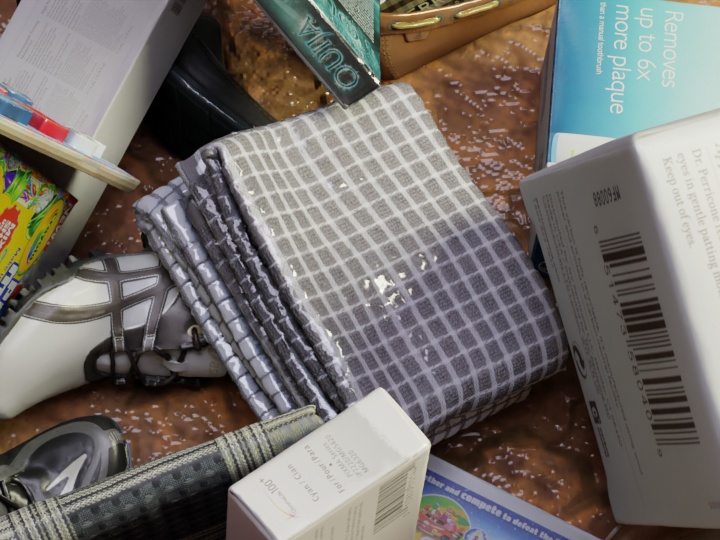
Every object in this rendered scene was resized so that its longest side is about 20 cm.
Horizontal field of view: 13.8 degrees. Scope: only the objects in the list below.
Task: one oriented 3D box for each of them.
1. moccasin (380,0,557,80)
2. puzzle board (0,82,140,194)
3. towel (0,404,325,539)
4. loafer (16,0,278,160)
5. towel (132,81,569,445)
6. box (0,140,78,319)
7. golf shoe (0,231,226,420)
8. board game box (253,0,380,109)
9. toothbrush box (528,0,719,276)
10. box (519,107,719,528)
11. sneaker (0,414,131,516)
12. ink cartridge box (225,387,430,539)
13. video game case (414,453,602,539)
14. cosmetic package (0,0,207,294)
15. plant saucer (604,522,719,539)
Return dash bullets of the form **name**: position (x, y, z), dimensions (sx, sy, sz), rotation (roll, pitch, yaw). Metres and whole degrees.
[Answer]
- **moccasin**: position (0.077, -0.188, 1.749), dimensions (0.201, 0.078, 0.074), rotation (-25, 65, -17)
- **puzzle board**: position (-0.206, -0.099, 1.524), dimensions (0.151, 0.200, 0.017), rotation (33, 92, 19)
- **towel**: position (-0.106, 0.131, 1.484), dimensions (0.192, 0.200, 0.035), rotation (-22, 70, -8)
- **loafer**: position (-0.105, -0.123, 1.705), dimensions (0.200, 0.073, 0.072), rotation (40, 61, 16)
- **towel**: position (0.000, 0.000, 1.595), dimensions (0.166, 0.086, 0.200), rotation (-24, 78, -36)
- **box**: position (-0.269, -0.002, 1.520), dimensions (0.122, 0.193, 0.200), rotation (32, 87, 13)
- **golf shoe**: position (-0.120, 0.031, 1.613), dimensions (0.200, 0.078, 0.094), rotation (-36, 69, -20)
- **board game box**: position (-0.057, -0.194, 1.602), dimensions (0.028, 0.200, 0.135), rotation (-32, 25, 18)
- **toothbrush box**: position (0.201, -0.068, 1.687), dimensions (0.200, 0.085, 0.146), rotation (8, 61, -1)
- **box**: position (0.207, 0.014, 1.504), dimensions (0.171, 0.200, 0.199), rotation (-16, 90, -13)
- **sneaker**: position (-0.205, 0.136, 1.545), dimensions (0.200, 0.083, 0.071), rotation (-28, 66, -18)
- **ink cartridge box**: position (-0.051, 0.161, 1.453), dimensions (0.176, 0.200, 0.045), rotation (-34, 68, -21)
- **video game case**: position (0.029, 0.197, 1.564), dimensions (0.143, 0.018, 0.200), rotation (26, 62, 11)
- **cosmetic package**: position (-0.168, -0.090, 1.644), dimensions (0.083, 0.051, 0.200), rotation (29, 89, 18)
- **plant saucer**: position (0.208, 0.205, 1.563), dimensions (0.200, 0.032, 0.200), rotation (2, 60, -4)
